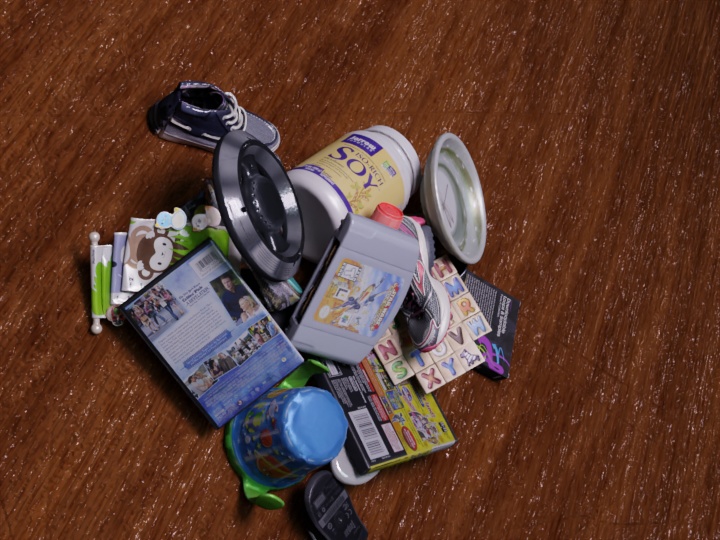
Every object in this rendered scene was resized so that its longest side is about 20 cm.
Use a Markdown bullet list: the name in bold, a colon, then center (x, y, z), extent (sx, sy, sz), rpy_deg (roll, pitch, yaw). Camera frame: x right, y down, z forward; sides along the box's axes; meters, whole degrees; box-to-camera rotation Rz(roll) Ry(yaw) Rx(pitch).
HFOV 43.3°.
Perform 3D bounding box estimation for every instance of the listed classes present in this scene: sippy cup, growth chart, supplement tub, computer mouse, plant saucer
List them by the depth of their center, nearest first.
- **growth chart**: center (-0.243, -0.004, 1.133), extent (0.198, 0.018, 0.146), rpy_deg (-6, 97, -10)
- **sippy cup**: center (-0.088, 0.208, 1.170), extent (0.139, 0.130, 0.179), rpy_deg (-4, 76, -37)
- **computer mouse**: center (-0.042, 0.374, 1.200), extent (0.201, 0.046, 0.141), rpy_deg (58, 47, -19)
- **supplement tub**: center (-0.017, -0.115, 1.324), extent (0.200, 0.145, 0.146), rpy_deg (-39, 98, -38)
- **plant saucer**: center (0.133, -0.105, 1.373), extent (0.200, 0.050, 0.202), rpy_deg (31, 55, -57)

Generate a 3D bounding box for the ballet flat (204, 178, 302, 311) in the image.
- **ballet flat**: center (-0.158, -0.025, 1.191), extent (0.201, 0.072, 0.072), rpy_deg (53, 52, -9)

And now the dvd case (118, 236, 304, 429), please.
- **dvd case**: center (-0.184, 0.080, 1.134), extent (0.142, 0.018, 0.201), rpy_deg (-37, 102, -5)

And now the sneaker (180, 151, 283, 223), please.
- **sneaker**: center (-0.192, -0.092, 1.253), extent (0.200, 0.078, 0.066), rpy_deg (-43, 106, -18)

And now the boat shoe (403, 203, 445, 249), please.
- **boat shoe**: center (0.119, -0.073, 1.459), extent (0.199, 0.073, 0.063), rpy_deg (5, 65, -45)

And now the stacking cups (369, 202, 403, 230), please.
- **stacking cups**: center (0.000, 0.000, 1.256), extent (0.060, 0.201, 0.061), rpy_deg (20, 29, -12)

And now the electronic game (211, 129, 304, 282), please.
- **electronic game**: center (-0.128, -0.082, 1.155), extent (0.200, 0.041, 0.201), rpy_deg (53, 27, -42)

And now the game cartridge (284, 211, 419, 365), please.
- **game cartridge**: center (-0.006, 0.031, 1.210), extent (0.133, 0.042, 0.201), rpy_deg (20, 106, -28)

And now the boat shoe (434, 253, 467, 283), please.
- **boat shoe**: center (0.073, 0.014, 1.372), extent (0.199, 0.062, 0.075), rpy_deg (-10, 70, -16)

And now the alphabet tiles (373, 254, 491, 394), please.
- **alphabet tiles**: center (0.088, 0.069, 1.319), extent (0.166, 0.006, 0.201), rpy_deg (-27, 74, -9)

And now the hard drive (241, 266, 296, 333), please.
- **hard drive**: center (-0.167, 0.073, 1.216), extent (0.199, 0.042, 0.136), rpy_deg (-28, 91, -38)

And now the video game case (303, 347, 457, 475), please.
- **video game case**: center (0.028, 0.176, 1.283), extent (0.180, 0.026, 0.201), rpy_deg (-6, 59, -43)

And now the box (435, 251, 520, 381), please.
- **box**: center (0.167, 0.074, 1.458), extent (0.199, 0.036, 0.144), rpy_deg (28, 60, -23)

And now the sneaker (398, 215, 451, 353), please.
- **sneaker**: center (0.067, 0.020, 1.279), extent (0.074, 0.080, 0.201), rpy_deg (3, 65, -43)

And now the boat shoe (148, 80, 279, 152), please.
- **boat shoe**: center (-0.187, -0.209, 1.270), extent (0.199, 0.093, 0.075), rpy_deg (3, 72, -34)

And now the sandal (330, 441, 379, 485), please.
- **sandal**: center (0.005, 0.226, 1.279), extent (0.082, 0.050, 0.203), rpy_deg (37, 42, -8)
